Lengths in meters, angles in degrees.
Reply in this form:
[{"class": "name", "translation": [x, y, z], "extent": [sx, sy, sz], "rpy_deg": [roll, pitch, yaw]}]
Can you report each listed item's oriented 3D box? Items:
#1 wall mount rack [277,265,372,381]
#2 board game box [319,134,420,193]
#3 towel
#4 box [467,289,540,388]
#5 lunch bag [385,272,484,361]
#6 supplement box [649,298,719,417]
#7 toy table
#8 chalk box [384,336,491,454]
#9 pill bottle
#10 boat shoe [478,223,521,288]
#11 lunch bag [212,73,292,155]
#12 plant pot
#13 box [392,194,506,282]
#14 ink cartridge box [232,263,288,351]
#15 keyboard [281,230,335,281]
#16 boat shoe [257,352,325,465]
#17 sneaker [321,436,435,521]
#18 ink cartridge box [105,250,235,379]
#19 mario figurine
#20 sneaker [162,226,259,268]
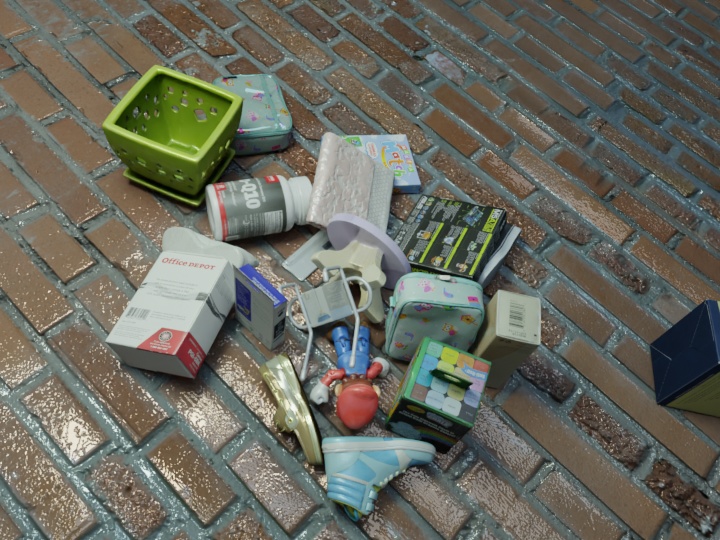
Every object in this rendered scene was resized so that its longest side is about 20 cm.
[{"class": "wall mount rack", "translation": [-0.066, 0.091, 1.109], "extent": [0.075, 0.200, 0.174], "rpy_deg": [-15, 85, -54]}, {"class": "board game box", "translation": [0.020, -0.237, 1.413], "extent": [0.200, 0.037, 0.151], "rpy_deg": [-4, 59, -15]}, {"class": "towel", "translation": [-0.014, -0.154, 1.282], "extent": [0.191, 0.032, 0.200], "rpy_deg": [24, 65, -33]}, {"class": "box", "translation": [0.246, 0.127, 1.129], "extent": [0.078, 0.200, 0.095], "rpy_deg": [13, 56, -4]}, {"class": "lunch bag", "translation": [0.124, 0.086, 1.122], "extent": [0.160, 0.200, 0.077], "rpy_deg": [10, 49, -2]}, {"class": "supplement box", "translation": [0.697, 0.176, 1.191], "extent": [0.200, 0.200, 0.134], "rpy_deg": [12, 57, -3]}, {"class": "toy table", "translation": [0.000, 0.000, 1.184], "extent": [0.200, 0.184, 0.117], "rpy_deg": [38, 55, -14]}, {"class": "chalk box", "translation": [0.133, 0.202, 1.058], "extent": [0.125, 0.200, 0.124], "rpy_deg": [23, 56, 3]}, {"class": "pill bottle", "translation": [-0.197, -0.127, 1.251], "extent": [0.200, 0.114, 0.114], "rpy_deg": [-11, 61, -18]}, {"class": "boat shoe", "translation": [0.269, -0.040, 1.318], "extent": [0.068, 0.074, 0.199], "rpy_deg": [29, 55, 15]}, {"class": "lunch bag", "translation": [-0.240, -0.355, 1.410], "extent": [0.160, 0.077, 0.200], "rpy_deg": [-11, 61, -18]}, {"class": "plant pot", "translation": [-0.363, -0.254, 1.258], "extent": [0.200, 0.182, 0.199], "rpy_deg": [22, 57, 3]}, {"class": "box", "translation": [0.175, -0.064, 1.289], "extent": [0.193, 0.048, 0.200], "rpy_deg": [15, 53, 24]}, {"class": "ink cartridge box", "translation": [-0.173, 0.058, 1.087], "extent": [0.099, 0.200, 0.039], "rpy_deg": [42, 63, 14]}, {"class": "keyboard", "translation": [-0.074, -0.055, 1.296], "extent": [0.056, 0.011, 0.200], "rpy_deg": [41, 59, 9]}, {"class": "boat shoe", "translation": [-0.117, 0.240, 1.067], "extent": [0.066, 0.074, 0.200], "rpy_deg": [-22, 65, -6]}, {"class": "sneaker", "translation": [0.031, 0.340, 1.033], "extent": [0.200, 0.080, 0.131], "rpy_deg": [7, 71, -18]}, {"class": "ink cartridge box", "translation": [-0.315, 0.072, 1.092], "extent": [0.147, 0.083, 0.200], "rpy_deg": [7, 53, 22]}, {"class": "mario figurine", "translation": [-0.018, 0.193, 1.124], "extent": [0.123, 0.106, 0.200], "rpy_deg": [-21, 45, 18]}, {"class": "sneaker", "translation": [-0.286, -0.030, 1.205], "extent": [0.200, 0.088, 0.075], "rpy_deg": [18, 96, 24]}]
